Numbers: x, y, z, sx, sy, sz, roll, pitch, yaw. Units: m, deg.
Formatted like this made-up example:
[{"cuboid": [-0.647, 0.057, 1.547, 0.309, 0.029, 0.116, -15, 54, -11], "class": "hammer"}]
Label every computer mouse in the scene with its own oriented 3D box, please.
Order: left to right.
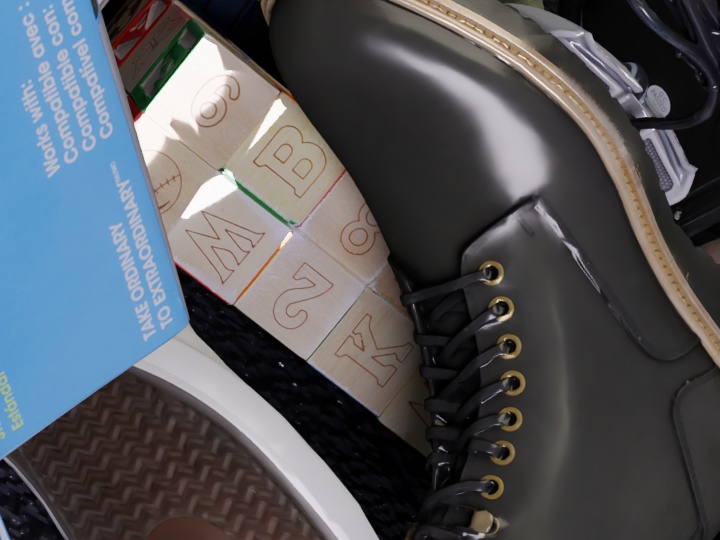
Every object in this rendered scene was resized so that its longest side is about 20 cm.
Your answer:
[{"cuboid": [0.065, -0.052, 0.788, 0.110, 0.044, 0.200, 49, -21, -22], "class": "computer mouse"}]

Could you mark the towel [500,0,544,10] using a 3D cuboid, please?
[{"cuboid": [-0.006, -0.116, 0.906, 0.200, 0.036, 0.148, 35, 28, -29], "class": "towel"}]

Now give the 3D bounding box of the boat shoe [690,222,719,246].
[{"cuboid": [0.126, 0.011, 1.029, 0.068, 0.075, 0.200, 47, 19, 27], "class": "boat shoe"}]

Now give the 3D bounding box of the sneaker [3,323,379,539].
[{"cuboid": [-0.059, 0.030, 0.743, 0.200, 0.073, 0.085, 42, 28, 6], "class": "sneaker"}]

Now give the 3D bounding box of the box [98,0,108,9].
[{"cuboid": [-0.172, -0.125, 0.817, 0.200, 0.095, 0.078, 34, 25, -16], "class": "box"}]

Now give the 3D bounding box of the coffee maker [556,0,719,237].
[{"cuboid": [0.199, -0.067, 0.949, 0.200, 0.192, 0.135, 10, 80, -54], "class": "coffee maker"}]

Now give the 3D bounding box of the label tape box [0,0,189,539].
[{"cuboid": [-0.089, -0.050, 0.626, 0.200, 0.066, 0.143, -118, -169, -49], "class": "label tape box"}]

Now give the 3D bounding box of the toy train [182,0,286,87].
[{"cuboid": [-0.039, -0.125, 1.004, 0.200, 0.087, 0.114, 40, 32, -1], "class": "toy train"}]

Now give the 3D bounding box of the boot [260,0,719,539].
[{"cuboid": [0.029, 0.022, 0.722, 0.200, 0.077, 0.138, 44, 54, -15], "class": "boot"}]

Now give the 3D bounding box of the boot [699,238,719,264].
[{"cuboid": [0.172, 0.046, 0.928, 0.200, 0.146, 0.070, 21, 41, -38], "class": "boot"}]

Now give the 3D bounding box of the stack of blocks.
[{"cuboid": [0.000, 0.000, 0.839, 0.200, 0.059, 0.115, 39, 3, -18], "class": "stack of blocks"}]
